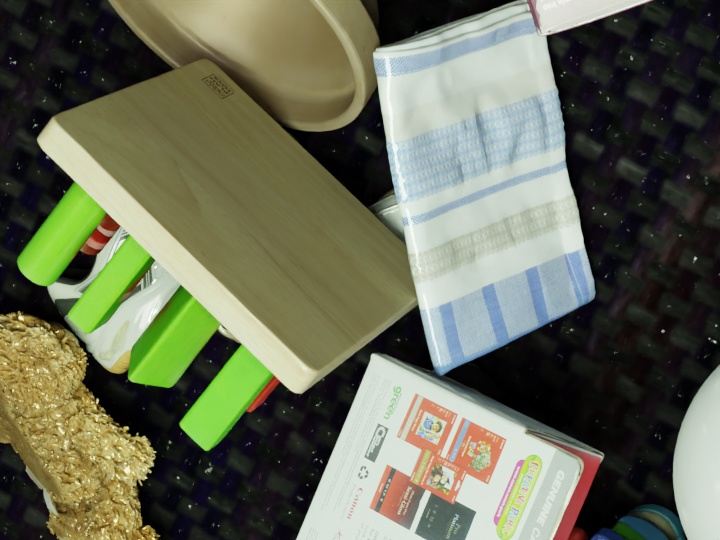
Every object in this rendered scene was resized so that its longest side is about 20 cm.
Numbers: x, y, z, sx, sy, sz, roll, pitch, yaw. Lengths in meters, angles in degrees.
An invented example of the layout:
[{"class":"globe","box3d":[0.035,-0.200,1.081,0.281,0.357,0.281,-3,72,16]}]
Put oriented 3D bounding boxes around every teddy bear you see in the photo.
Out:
[{"class":"teddy bear","box3d":[-0.188,0.110,1.458,0.067,0.145,0.201,-35,99,-26]}]

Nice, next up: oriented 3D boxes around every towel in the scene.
[{"class":"towel","box3d":[0.077,-0.054,1.339,0.024,0.146,0.201,2,107,46]}]

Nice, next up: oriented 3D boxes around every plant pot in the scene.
[{"class":"plant pot","box3d":[-0.060,-0.183,1.340,0.200,0.201,0.093,33,67,4]}]

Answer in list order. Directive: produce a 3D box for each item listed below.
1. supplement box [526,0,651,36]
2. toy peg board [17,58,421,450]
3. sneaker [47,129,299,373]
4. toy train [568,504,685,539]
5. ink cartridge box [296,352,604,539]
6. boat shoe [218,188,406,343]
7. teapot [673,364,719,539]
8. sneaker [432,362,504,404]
[{"class":"supplement box","box3d":[0.126,-0.250,1.281,0.103,0.131,0.201,-18,98,18]},{"class":"toy peg board","box3d":[-0.086,-0.006,1.293,0.200,0.199,0.098,44,116,6]},{"class":"sneaker","box3d":[-0.123,-0.027,1.422,0.088,0.076,0.200,44,107,3]},{"class":"toy train","box3d":[0.133,0.239,1.407,0.084,0.116,0.201,35,114,13]},{"class":"ink cartridge box","box3d":[0.051,0.175,1.300,0.175,0.084,0.201,25,93,43]},{"class":"boat shoe","box3d":[0.000,0.000,1.402,0.199,0.068,0.075,-25,96,18]},{"class":"teapot","box3d":[0.281,0.101,1.282,0.196,0.146,0.201,-14,62,-18]},{"class":"sneaker","box3d":[0.066,0.159,1.394,0.069,0.090,0.202,4,94,-13]}]
